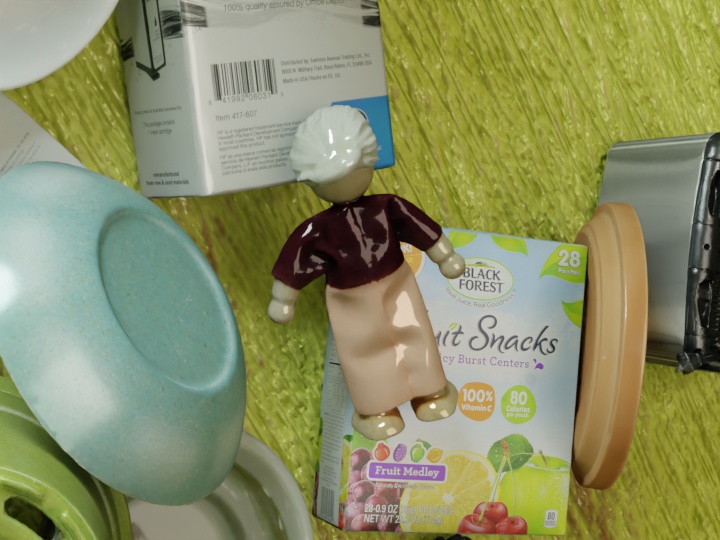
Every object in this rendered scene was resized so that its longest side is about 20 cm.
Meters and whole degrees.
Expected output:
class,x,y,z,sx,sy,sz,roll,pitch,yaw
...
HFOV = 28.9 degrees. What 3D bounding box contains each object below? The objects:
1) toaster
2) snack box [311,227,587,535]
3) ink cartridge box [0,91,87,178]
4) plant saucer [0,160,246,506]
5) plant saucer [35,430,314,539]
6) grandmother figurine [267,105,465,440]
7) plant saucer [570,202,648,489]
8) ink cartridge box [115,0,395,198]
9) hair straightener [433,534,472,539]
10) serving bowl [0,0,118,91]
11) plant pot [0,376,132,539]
class,x,y,z,sx,sy,sz,roll,pitch,yaw
toaster,0.276,-0.006,1.098,0.199,0.118,0.182,9,85,-40
snack box,0.061,0.074,0.948,0.167,0.068,0.202,5,87,-23
ink cartridge box,-0.179,-0.012,0.794,0.200,0.039,0.100,47,60,-30
plant saucer,-0.114,0.023,0.738,0.201,0.039,0.202,45,27,-32
plant saucer,-0.119,0.187,0.844,0.199,0.050,0.202,-2,94,-37
grandmother figurine,0.000,0.000,0.834,0.121,0.061,0.201,-20,112,-19
plant saucer,0.164,0.052,0.988,0.032,0.200,0.202,4,89,-1
ink cartridge box,-0.067,-0.152,0.850,0.145,0.084,0.202,-11,98,-36
hair straightener,0.018,0.252,0.968,0.200,0.041,0.077,-35,112,-36
serving bowl,-0.199,-0.197,0.717,0.200,0.065,0.202,-34,133,-44
plant pot,-0.191,0.146,0.665,0.198,0.190,0.202,2,84,-19
